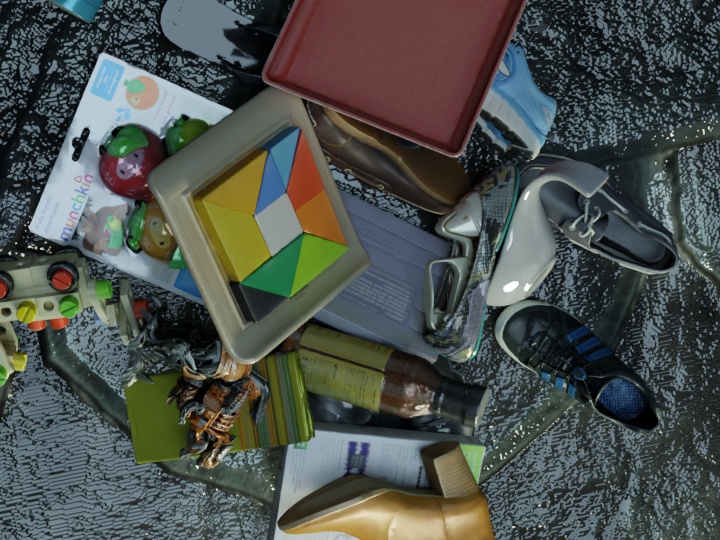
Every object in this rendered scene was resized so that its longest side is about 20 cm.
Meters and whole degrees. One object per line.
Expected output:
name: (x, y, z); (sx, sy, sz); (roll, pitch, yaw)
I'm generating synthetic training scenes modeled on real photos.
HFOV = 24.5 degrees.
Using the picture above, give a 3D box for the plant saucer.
plant saucer: (0.036, -0.220, 1.534); (0.198, 0.037, 0.201); (22, 74, 6)

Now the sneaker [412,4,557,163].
sneaker: (0.113, -0.199, 1.616); (0.200, 0.078, 0.090); (46, 65, -12)

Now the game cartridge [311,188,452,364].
game cartridge: (0.000, 0.000, 1.618); (0.199, 0.038, 0.130); (26, 69, -16)

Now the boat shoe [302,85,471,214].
boat shoe: (0.019, -0.112, 1.612); (0.200, 0.071, 0.070); (34, 132, -26)

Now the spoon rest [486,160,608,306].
spoon rest: (0.171, -0.038, 1.613); (0.061, 0.200, 0.099); (40, 48, 11)

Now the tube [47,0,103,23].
tube: (-0.223, -0.326, 1.522); (0.077, 0.050, 0.201); (29, 91, -20)

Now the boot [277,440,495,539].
boot: (0.032, 0.261, 1.581); (0.200, 0.071, 0.145); (-20, 103, -11)

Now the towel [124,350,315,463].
towel: (-0.138, 0.133, 1.600); (0.199, 0.018, 0.087); (-10, 86, 26)

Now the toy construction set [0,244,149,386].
toy construction set: (-0.299, 0.045, 1.563); (0.199, 0.092, 0.132); (-14, 116, -8)

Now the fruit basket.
fruit basket: (-0.187, -0.081, 1.562); (0.199, 0.094, 0.186); (23, 98, -12)

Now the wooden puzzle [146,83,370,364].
wooden puzzle: (-0.084, -0.044, 1.515); (0.185, 0.037, 0.201); (-39, 114, -33)

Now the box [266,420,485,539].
box: (0.014, 0.225, 1.626); (0.199, 0.036, 0.145); (7, 102, -12)

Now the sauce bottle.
sauce bottle: (0.022, 0.105, 1.579); (0.199, 0.066, 0.066); (18, 100, 13)

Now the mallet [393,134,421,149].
mallet: (0.025, -0.211, 1.592); (0.041, 0.066, 0.201); (-29, 85, 33)

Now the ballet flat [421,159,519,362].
ballet flat: (0.100, -0.015, 1.592); (0.072, 0.072, 0.202); (15, 87, -14)

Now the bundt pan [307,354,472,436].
bundt pan: (0.024, 0.162, 1.670); (0.200, 0.076, 0.203); (-3, 104, -10)

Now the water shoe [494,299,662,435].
water shoe: (0.229, 0.096, 1.694); (0.199, 0.079, 0.072); (31, 95, -16)

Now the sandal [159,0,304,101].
sandal: (-0.096, -0.206, 1.575); (0.199, 0.043, 0.077); (18, 99, -15)

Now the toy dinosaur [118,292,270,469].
toy dinosaur: (-0.146, 0.081, 1.555); (0.135, 0.102, 0.201); (14, 84, 1)

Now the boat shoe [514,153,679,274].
boat shoe: (0.238, -0.056, 1.668); (0.199, 0.063, 0.073); (29, 98, -15)
